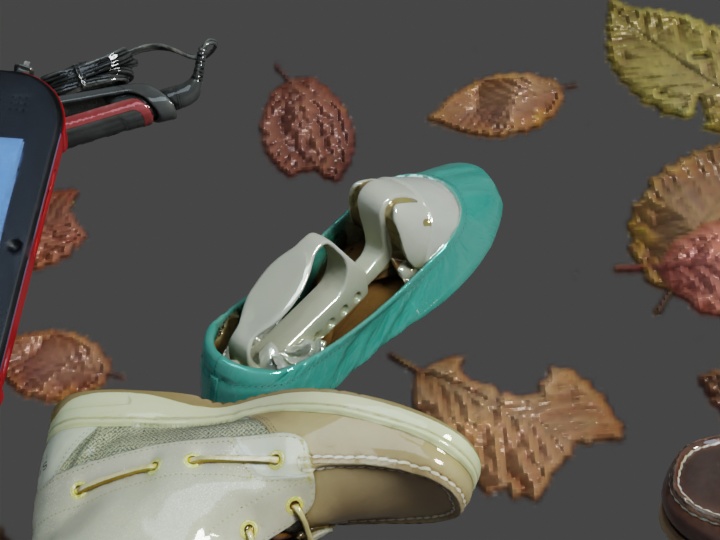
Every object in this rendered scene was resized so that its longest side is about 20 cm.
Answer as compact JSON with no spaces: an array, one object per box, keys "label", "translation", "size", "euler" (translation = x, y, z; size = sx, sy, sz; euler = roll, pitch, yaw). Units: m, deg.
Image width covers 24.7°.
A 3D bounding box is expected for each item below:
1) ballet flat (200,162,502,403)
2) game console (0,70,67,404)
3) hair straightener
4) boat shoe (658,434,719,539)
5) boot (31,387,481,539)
[{"label":"ballet flat","translation":[0.000,0.000,0.773],"size":[0.067,0.071,0.200],"euler":[31,61,28]},{"label":"game console","translation":[-0.245,-0.016,0.813],"size":[0.174,0.031,0.202],"euler":[8,64,4]},{"label":"hair straightener","translation":[-0.173,-0.096,0.890],"size":[0.198,0.041,0.077],"euler":[-20,51,-3]},{"label":"boat shoe","translation":[0.222,0.093,0.671],"size":[0.197,0.071,0.071],"euler":[4,52,13]},{"label":"boot","translation":[-0.054,0.128,0.679],"size":[0.197,0.072,0.156],"euler":[1,51,15]}]
